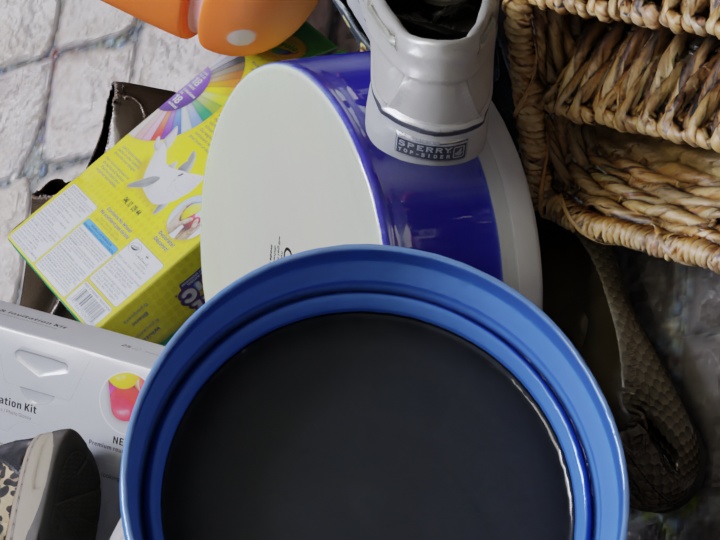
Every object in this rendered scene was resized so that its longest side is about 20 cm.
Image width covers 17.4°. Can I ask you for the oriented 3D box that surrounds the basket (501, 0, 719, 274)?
[{"bbox_3d":[0.146,-0.095,0.968,0.199,0.143,0.149,21,70,46],"label":"basket"}]

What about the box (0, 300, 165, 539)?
[{"bbox_3d":[-0.159,0.124,1.160,0.155,0.041,0.202,14,107,19],"label":"box"}]

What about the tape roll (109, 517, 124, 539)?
[{"bbox_3d":[-0.052,0.207,1.012,0.203,0.138,0.204,-164,90,-76],"label":"tape roll"}]

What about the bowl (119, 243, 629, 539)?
[{"bbox_3d":[0.005,0.088,0.931,0.039,0.199,0.202,103,168,-65],"label":"bowl"}]

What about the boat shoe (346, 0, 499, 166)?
[{"bbox_3d":[0.028,-0.124,1.037,0.201,0.071,0.066,-83,0,-56],"label":"boat shoe"}]

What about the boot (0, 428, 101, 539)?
[{"bbox_3d":[-0.212,0.159,1.073,0.149,0.073,0.201,-1,53,20],"label":"boot"}]

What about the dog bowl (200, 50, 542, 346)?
[{"bbox_3d":[0.000,0.000,1.089,0.200,0.078,0.202,24,117,59],"label":"dog bowl"}]

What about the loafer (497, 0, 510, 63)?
[{"bbox_3d":[0.084,-0.160,1.154,0.063,0.071,0.201,-48,35,48],"label":"loafer"}]

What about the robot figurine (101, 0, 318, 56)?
[{"bbox_3d":[-0.097,-0.185,1.226,0.117,0.199,0.144,-59,-9,-43],"label":"robot figurine"}]

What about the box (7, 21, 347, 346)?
[{"bbox_3d":[-0.078,-0.045,1.235,0.200,0.048,0.117,-42,42,-5],"label":"box"}]

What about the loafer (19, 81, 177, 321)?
[{"bbox_3d":[-0.158,-0.020,1.317,0.201,0.071,0.073,-61,19,0],"label":"loafer"}]

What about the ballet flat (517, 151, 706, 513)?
[{"bbox_3d":[0.090,0.022,1.051,0.067,0.046,0.201,-40,57,22],"label":"ballet flat"}]

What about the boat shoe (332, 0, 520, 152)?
[{"bbox_3d":[0.030,-0.103,1.156,0.071,0.091,0.201,-33,52,32],"label":"boat shoe"}]
